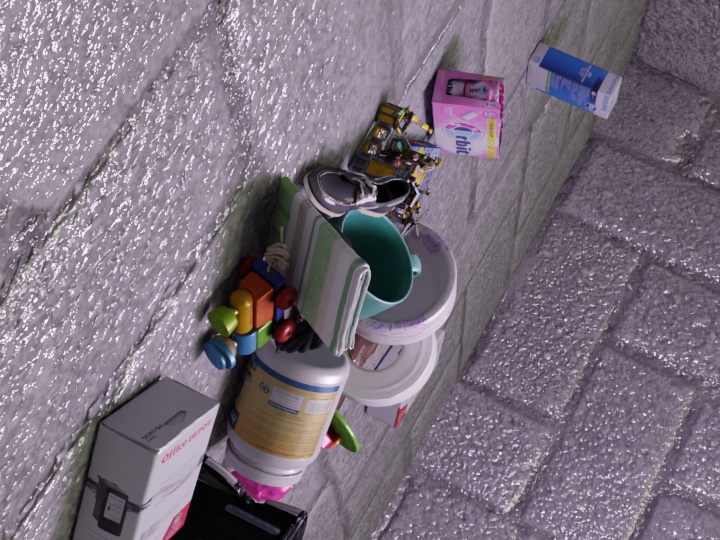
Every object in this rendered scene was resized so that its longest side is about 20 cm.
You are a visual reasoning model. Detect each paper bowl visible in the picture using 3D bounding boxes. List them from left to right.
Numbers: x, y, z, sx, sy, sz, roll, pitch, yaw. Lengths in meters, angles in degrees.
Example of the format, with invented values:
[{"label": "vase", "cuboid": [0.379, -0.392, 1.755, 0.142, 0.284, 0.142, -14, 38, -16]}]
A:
[{"label": "paper bowl", "cuboid": [0.055, 0.025, 1.980, 0.201, 0.200, 0.104, -59, 164, -21]}]

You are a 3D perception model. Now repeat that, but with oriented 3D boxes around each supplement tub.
[{"label": "supplement tub", "cuboid": [-0.111, 0.198, 1.793, 0.145, 0.144, 0.201, -29, 142, -66]}]

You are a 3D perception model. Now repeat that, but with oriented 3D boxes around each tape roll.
[{"label": "tape roll", "cuboid": [0.027, 0.123, 2.053, 0.203, 0.202, 0.071, -62, 165, -9]}]

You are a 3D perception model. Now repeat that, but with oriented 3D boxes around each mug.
[{"label": "mug", "cuboid": [-0.005, 0.005, 1.786, 0.114, 0.185, 0.152, -25, -142, 36]}]

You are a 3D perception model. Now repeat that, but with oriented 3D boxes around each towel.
[{"label": "towel", "cuboid": [-0.056, -0.008, 1.560, 0.031, 0.200, 0.150, -11, 134, -32]}]

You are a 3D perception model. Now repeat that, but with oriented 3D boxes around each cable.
[{"label": "cable", "cuboid": [-0.068, 0.027, 1.647, 0.051, 0.163, 0.201, 5, 113, -45]}]

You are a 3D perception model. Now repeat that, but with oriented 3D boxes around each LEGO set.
[{"label": "LEGO set", "cuboid": [0.077, -0.150, 1.870, 0.154, 0.116, 0.200, -54, 152, -22]}]

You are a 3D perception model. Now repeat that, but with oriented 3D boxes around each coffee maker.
[{"label": "coffee maker", "cuboid": [-0.197, 0.366, 1.662, 0.192, 0.199, 0.135, -58, 164, -25]}]

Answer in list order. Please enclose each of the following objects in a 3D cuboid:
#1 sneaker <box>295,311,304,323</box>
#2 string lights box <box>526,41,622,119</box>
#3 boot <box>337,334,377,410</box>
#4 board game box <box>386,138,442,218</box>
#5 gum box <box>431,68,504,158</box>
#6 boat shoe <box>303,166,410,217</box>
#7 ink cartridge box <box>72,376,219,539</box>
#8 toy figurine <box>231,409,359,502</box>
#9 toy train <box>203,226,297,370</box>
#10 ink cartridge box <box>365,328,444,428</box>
[{"label": "sneaker", "cuboid": [-0.068, 0.062, 1.883, 0.080, 0.071, 0.201, 20, 88, -75]}, {"label": "string lights box", "cuboid": [0.469, -0.418, 2.715, 0.059, 0.199, 0.103, -59, 166, -18]}, {"label": "boot", "cuboid": [-0.029, 0.175, 2.240, 0.200, 0.064, 0.187, -55, 162, -17]}, {"label": "board game box", "cuboid": [0.074, -0.153, 2.081, 0.136, 0.034, 0.200, -67, 165, 11]}, {"label": "gum box", "cuboid": [0.185, -0.268, 2.100, 0.200, 0.113, 0.066, 74, 25, -69]}, {"label": "boat shoe", "cuboid": [-0.003, -0.116, 1.702, 0.063, 0.073, 0.200, -26, 163, 31]}, {"label": "ink cartridge box", "cuboid": [-0.258, 0.246, 1.472, 0.145, 0.083, 0.201, -38, 150, -60]}, {"label": "toy figurine", "cuboid": [-0.129, 0.282, 1.956, 0.184, 0.200, 0.150, -40, 115, -16]}, {"label": "toy train", "cuboid": [-0.145, 0.036, 1.549, 0.116, 0.085, 0.200, -39, 155, -30]}, {"label": "ink cartridge box", "cuboid": [0.098, 0.224, 2.720, 0.200, 0.083, 0.146, -52, 161, -40]}]
